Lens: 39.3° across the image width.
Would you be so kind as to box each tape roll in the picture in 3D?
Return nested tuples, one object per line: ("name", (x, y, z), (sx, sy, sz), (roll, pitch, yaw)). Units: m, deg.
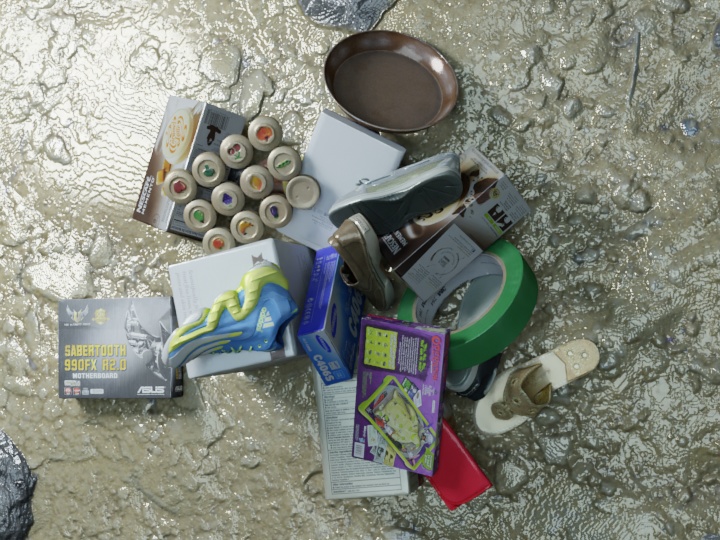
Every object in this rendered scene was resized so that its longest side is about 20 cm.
("tape roll", (0.146, 0.045, 1.394), (0.200, 0.201, 0.048), (-34, 124, 11))

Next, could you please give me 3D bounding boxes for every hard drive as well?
("hard drive", (-0.031, -0.117, 1.464), (0.131, 0.025, 0.201), (27, 118, 4))

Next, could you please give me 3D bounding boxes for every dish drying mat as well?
("dish drying mat", (0.090, 0.227, 1.362), (0.077, 0.018, 0.200), (-38, 84, 26))

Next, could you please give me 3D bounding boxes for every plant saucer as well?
("plant saucer", (0.042, -0.268, 1.462), (0.199, 0.035, 0.201), (6, 54, -8))

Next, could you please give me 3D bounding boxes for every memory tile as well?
("memory tile", (-0.171, -0.116, 1.456), (0.199, 0.017, 0.154), (-30, 102, 10))

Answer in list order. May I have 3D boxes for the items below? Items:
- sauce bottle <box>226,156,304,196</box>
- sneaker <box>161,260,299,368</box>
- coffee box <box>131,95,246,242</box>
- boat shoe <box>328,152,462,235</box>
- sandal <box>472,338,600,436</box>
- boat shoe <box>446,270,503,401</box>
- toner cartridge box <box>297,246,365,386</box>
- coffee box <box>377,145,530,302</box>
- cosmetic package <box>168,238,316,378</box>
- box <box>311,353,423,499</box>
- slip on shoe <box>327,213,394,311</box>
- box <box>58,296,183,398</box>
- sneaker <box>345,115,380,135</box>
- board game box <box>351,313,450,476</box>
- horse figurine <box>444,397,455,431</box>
("sauce bottle", (-0.105, -0.143, 1.526), (0.199, 0.066, 0.066), (5, 89, 14))
("sneaker", (-0.164, 0.083, 1.318), (0.200, 0.076, 0.105), (-41, 79, 7))
("coffee box", (-0.263, -0.155, 1.538), (0.114, 0.079, 0.201), (21, 93, 49))
("boat shoe", (0.049, -0.107, 1.405), (0.201, 0.074, 0.065), (-21, 41, 25))
("sandal", (0.240, 0.162, 1.417), (0.211, 0.070, 0.078), (-34, 79, 11))
("boat shoe", (0.177, 0.087, 1.442), (0.075, 0.060, 0.201), (9, 72, 51))
("toner cartridge box", (-0.037, 0.058, 1.421), (0.043, 0.201, 0.095), (-17, 123, 19))
("coffee box", (0.124, -0.067, 1.421), (0.200, 0.080, 0.113), (-42, 33, 5))
("cosmetic package", (-0.152, 0.057, 1.459), (0.164, 0.200, 0.166), (-14, 83, 14))
("box", (0.012, 0.220, 1.454), (0.127, 0.109, 0.201), (-7, 85, 15))
("slip on shoe", (0.000, 0.000, 1.426), (0.060, 0.200, 0.076), (-33, 60, -11))
("box", (-0.379, 0.122, 1.593), (0.199, 0.048, 0.160), (-1, 88, 14))
("sneaker", (0.038, -0.145, 1.491), (0.070, 0.076, 0.201), (-22, 104, 21))
("board game box", (0.053, 0.165, 1.340), (0.119, 0.032, 0.201), (12, 106, 25))
("horse figurine", (0.109, 0.205, 1.435), (0.050, 0.133, 0.201), (-11, 98, 10))
